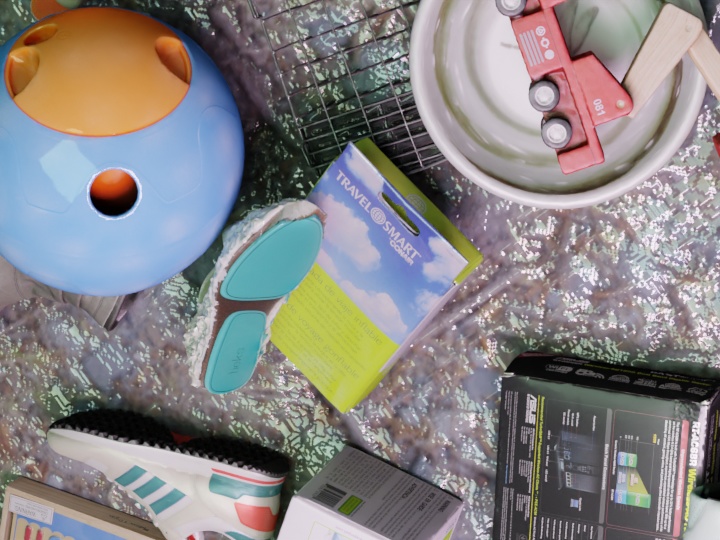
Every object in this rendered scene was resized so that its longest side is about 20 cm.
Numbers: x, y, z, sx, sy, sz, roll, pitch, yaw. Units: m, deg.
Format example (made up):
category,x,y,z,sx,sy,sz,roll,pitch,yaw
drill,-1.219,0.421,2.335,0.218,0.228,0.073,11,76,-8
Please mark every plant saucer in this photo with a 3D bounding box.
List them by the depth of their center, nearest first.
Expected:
category,x,y,z,sx,sy,sz,roll,pitch,yaw
plant saucer,0.132,-0.143,1.512,0.198,0.050,0.202,1,101,3

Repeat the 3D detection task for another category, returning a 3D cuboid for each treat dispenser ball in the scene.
category,x,y,z,sx,sy,sz,roll,pitch,yaw
treat dispenser ball,-0.180,-0.083,1.576,0.199,0.201,0.202,6,106,21

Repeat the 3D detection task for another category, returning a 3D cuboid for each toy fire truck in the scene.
category,x,y,z,sx,sy,sz,roll,pitch,yaw
toy fire truck,0.177,-0.129,1.461,0.140,0.049,0.201,-19,98,7

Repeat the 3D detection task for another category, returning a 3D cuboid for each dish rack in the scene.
category,x,y,z,sx,sy,sz,roll,pitch,yaw
dish rack,0.005,-0.164,1.575,0.153,0.055,0.201,-15,100,27

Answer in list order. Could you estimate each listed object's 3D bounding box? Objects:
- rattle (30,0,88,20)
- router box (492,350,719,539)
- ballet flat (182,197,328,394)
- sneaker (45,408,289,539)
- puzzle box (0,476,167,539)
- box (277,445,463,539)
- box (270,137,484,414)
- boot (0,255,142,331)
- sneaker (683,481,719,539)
category,x,y,z,sx,sy,sz,roll,pitch,yaw
rattle,-0.150,-0.215,1.583,0.142,0.131,0.200,14,144,-10
router box,0.173,0.165,1.587,0.149,0.062,0.202,9,107,20
ballet flat,-0.084,0.006,1.588,0.072,0.072,0.200,38,132,9
sneaker,-0.153,0.168,1.717,0.198,0.070,0.094,11,102,17
puzzle box,-0.199,0.256,1.786,0.199,0.025,0.134,17,110,17
box,-0.015,0.250,1.659,0.101,0.112,0.201,25,112,13
box,0.000,0.000,1.589,0.122,0.048,0.200,45,136,6
boot,-0.238,0.011,1.718,0.130,0.068,0.201,33,115,5
sneaker,0.311,0.187,1.507,0.199,0.074,0.119,0,104,0
